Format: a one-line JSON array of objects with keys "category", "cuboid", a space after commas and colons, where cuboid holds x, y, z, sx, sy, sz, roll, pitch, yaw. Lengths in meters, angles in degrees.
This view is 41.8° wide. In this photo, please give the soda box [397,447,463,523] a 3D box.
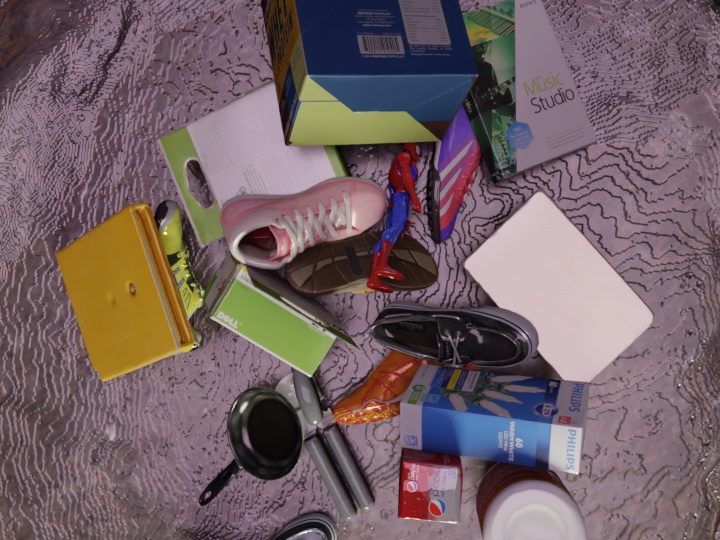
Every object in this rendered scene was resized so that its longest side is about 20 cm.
[{"category": "soda box", "cuboid": [0.080, 0.230, 1.090, 0.069, 0.200, 0.065, 5, 92, 3]}]

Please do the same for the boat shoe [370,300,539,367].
[{"category": "boat shoe", "cuboid": [0.104, 0.083, 1.085, 0.197, 0.071, 0.073, 4, 112, 26]}]

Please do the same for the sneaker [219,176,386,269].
[{"category": "sneaker", "cuboid": [-0.061, -0.049, 1.074, 0.196, 0.105, 0.077, -7, 118, -6]}]

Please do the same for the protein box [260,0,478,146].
[{"category": "protein box", "cuboid": [0.003, -0.266, 1.069, 0.195, 0.135, 0.203, -4, 66, -17]}]

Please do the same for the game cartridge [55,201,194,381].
[{"category": "game cartridge", "cuboid": [-0.290, 0.031, 1.146, 0.198, 0.032, 0.179, -21, 87, 46]}]

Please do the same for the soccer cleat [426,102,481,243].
[{"category": "soccer cleat", "cuboid": [0.119, -0.134, 1.157, 0.072, 0.068, 0.204, 4, 88, 0]}]

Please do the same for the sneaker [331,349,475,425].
[{"category": "sneaker", "cuboid": [0.051, 0.129, 1.169, 0.198, 0.073, 0.078, -29, 66, 0]}]

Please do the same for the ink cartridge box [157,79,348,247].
[{"category": "ink cartridge box", "cuboid": [-0.128, -0.135, 1.162, 0.197, 0.076, 0.150, -24, 89, 5]}]

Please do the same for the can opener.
[{"category": "can opener", "cuboid": [-0.046, 0.216, 1.171, 0.052, 0.066, 0.203, -27, 93, 2]}]

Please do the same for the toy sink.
[{"category": "toy sink", "cuboid": [0.233, 0.022, 1.123, 0.130, 0.112, 0.200, -43, 84, 7]}]

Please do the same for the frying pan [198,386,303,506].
[{"category": "frying pan", "cuboid": [-0.128, 0.234, 1.172, 0.114, 0.031, 0.193, 27, 108, 24]}]

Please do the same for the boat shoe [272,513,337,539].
[{"category": "boat shoe", "cuboid": [-0.113, 0.381, 1.159, 0.199, 0.091, 0.071, -38, 88, 3]}]

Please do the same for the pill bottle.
[{"category": "pill bottle", "cuboid": [0.189, 0.278, 1.083, 0.110, 0.200, 0.115, 0, 91, 4]}]

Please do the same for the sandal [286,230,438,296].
[{"category": "sandal", "cuboid": [0.000, 0.000, 1.155, 0.196, 0.054, 0.082, -7, 67, -21]}]

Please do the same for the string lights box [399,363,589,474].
[{"category": "string lights box", "cuboid": [0.151, 0.162, 1.051, 0.196, 0.103, 0.060, 5, 112, 17]}]

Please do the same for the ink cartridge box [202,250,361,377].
[{"category": "ink cartridge box", "cuboid": [-0.096, 0.059, 1.085, 0.147, 0.200, 0.076, 33, 92, -18]}]

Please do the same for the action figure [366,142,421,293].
[{"category": "action figure", "cuboid": [0.048, -0.073, 1.140, 0.051, 0.066, 0.203, 12, 63, -6]}]

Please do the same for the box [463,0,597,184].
[{"category": "box", "cuboid": [0.188, -0.224, 1.140, 0.142, 0.036, 0.203, -22, 88, -20]}]

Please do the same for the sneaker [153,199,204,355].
[{"category": "sneaker", "cuboid": [-0.230, 0.009, 1.170, 0.075, 0.076, 0.204, 4, 113, -5]}]

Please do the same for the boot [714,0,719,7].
[{"category": "boot", "cuboid": [0.537, -0.302, 1.118, 0.197, 0.076, 0.171, -25, 85, 11]}]
